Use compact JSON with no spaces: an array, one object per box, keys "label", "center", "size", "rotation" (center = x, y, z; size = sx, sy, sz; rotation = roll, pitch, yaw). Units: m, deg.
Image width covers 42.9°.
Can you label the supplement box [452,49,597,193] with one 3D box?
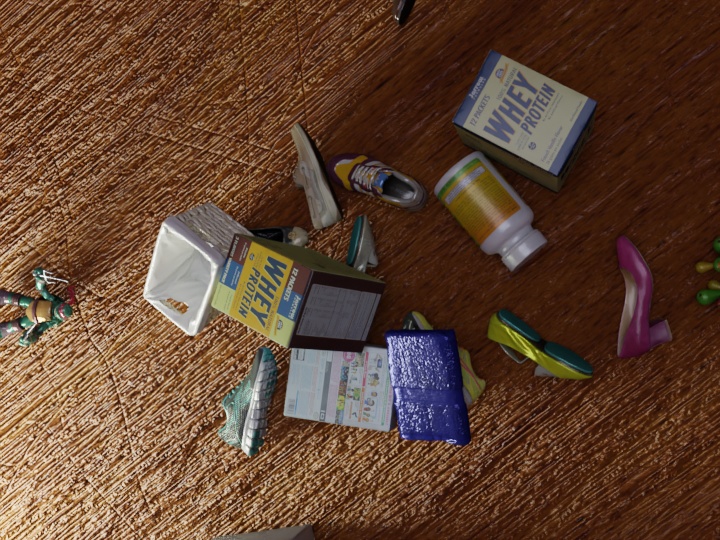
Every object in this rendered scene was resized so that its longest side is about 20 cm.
[{"label":"supplement box","center":[0.280,-0.247,1.553],"size":[0.199,0.200,0.135],"rotation":[29,93,13]}]

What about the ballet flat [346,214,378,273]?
[{"label":"ballet flat","center":[0.000,0.000,1.678],"size":[0.062,0.067,0.201],"rotation":[14,93,-14]}]

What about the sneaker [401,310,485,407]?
[{"label":"sneaker","center":[0.148,0.154,1.623],"size":[0.090,0.078,0.201],"rotation":[-25,75,-33]}]

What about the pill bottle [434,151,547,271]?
[{"label":"pill bottle","center":[0.231,-0.099,1.599],"size":[0.111,0.111,0.200],"rotation":[-40,79,7]}]

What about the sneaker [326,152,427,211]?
[{"label":"sneaker","center":[0.026,-0.168,1.659],"size":[0.199,0.090,0.075],"rotation":[19,90,12]}]

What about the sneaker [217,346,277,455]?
[{"label":"sneaker","center":[-0.214,0.236,1.696],"size":[0.091,0.078,0.201],"rotation":[12,87,17]}]

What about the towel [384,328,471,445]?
[{"label":"towel","center":[0.118,0.195,1.566],"size":[0.147,0.049,0.201],"rotation":[-2,102,39]}]

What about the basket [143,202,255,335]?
[{"label":"basket","center":[-0.291,-0.007,1.662],"size":[0.135,0.123,0.201],"rotation":[37,130,12]}]

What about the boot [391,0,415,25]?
[{"label":"boot","center":[0.010,-0.556,1.703],"size":[0.199,0.064,0.188],"rotation":[13,76,10]}]

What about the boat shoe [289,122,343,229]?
[{"label":"boat shoe","center":[-0.096,-0.175,1.699],"size":[0.065,0.072,0.201],"rotation":[-22,87,9]}]

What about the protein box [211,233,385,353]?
[{"label":"protein box","center":[-0.106,0.041,1.577],"size":[0.198,0.199,0.136],"rotation":[24,98,37]}]

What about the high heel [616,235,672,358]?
[{"label":"high heel","center":[0.453,0.047,1.564],"size":[0.095,0.067,0.201],"rotation":[-21,95,0]}]

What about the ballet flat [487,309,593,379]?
[{"label":"ballet flat","center":[0.307,0.144,1.597],"size":[0.199,0.067,0.067],"rotation":[33,115,15]}]

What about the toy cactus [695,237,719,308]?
[{"label":"toy cactus","center":[0.658,0.000,1.516],"size":[0.165,0.102,0.200],"rotation":[43,87,2]}]

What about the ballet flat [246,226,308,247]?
[{"label":"ballet flat","center":[-0.195,-0.054,1.712],"size":[0.198,0.057,0.067],"rotation":[-4,59,12]}]

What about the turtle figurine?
[{"label":"turtle figurine","center":[-0.632,0.079,1.785],"size":[0.199,0.101,0.151],"rotation":[-6,70,27]}]

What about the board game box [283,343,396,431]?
[{"label":"board game box","center":[-0.028,0.202,1.661],"size":[0.199,0.064,0.149],"rotation":[7,88,14]}]

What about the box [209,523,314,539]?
[{"label":"box","center":[-0.187,0.558,1.601],"size":[0.198,0.200,0.173],"rotation":[-11,86,12]}]
